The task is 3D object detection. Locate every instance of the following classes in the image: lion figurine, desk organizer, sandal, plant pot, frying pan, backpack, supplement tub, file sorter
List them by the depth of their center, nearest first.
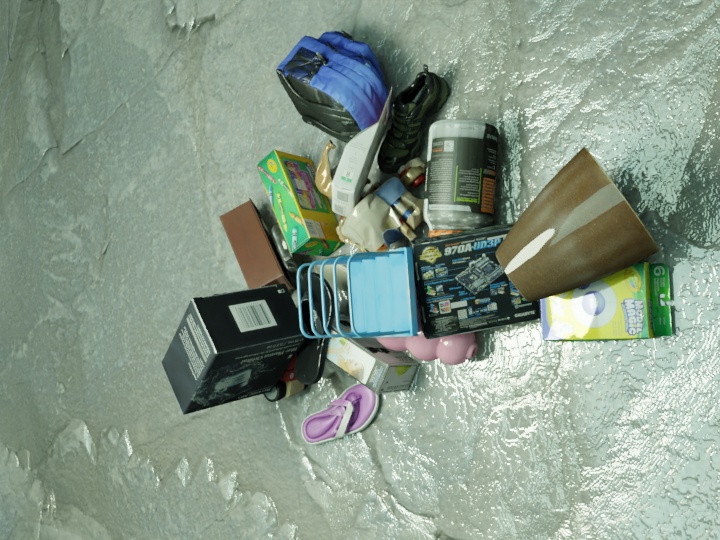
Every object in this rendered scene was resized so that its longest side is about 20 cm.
[{"bbox_3d":[0.309,-0.047,1.175,0.199,0.186,0.189,-37,68,15],"label":"plant pot"},{"bbox_3d":[-0.011,0.043,1.296,0.199,0.121,0.142,-10,83,60],"label":"file sorter"},{"bbox_3d":[0.171,-0.147,1.337,0.121,0.122,0.205,4,90,34],"label":"supplement tub"},{"bbox_3d":[-0.089,0.104,1.416,0.075,0.043,0.205,0,86,34],"label":"sandal"},{"bbox_3d":[-0.034,-0.346,1.464,0.199,0.163,0.169,36,85,33],"label":"backpack"},{"bbox_3d":[-0.044,0.285,1.509,0.202,0.049,0.083,-38,68,27],"label":"sandal"},{"bbox_3d":[-0.037,-0.152,1.517,0.123,0.072,0.201,-52,56,19],"label":"lion figurine"},{"bbox_3d":[-0.138,-0.016,1.545,0.030,0.116,0.192,-21,53,-5],"label":"frying pan"},{"bbox_3d":[-0.214,-0.039,1.600,0.076,0.072,0.202,-27,63,1],"label":"desk organizer"}]

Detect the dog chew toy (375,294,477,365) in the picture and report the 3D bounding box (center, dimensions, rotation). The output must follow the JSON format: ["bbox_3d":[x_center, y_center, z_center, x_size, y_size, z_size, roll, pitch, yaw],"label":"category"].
[{"bbox_3d":[0.114,0.099,1.372,0.198,0.124,0.127,25,101,24],"label":"dog chew toy"}]

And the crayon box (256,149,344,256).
[{"bbox_3d":[-0.117,-0.131,1.539,0.058,0.118,0.203,-33,70,28],"label":"crayon box"}]

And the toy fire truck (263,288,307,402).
[{"bbox_3d":[-0.173,0.135,1.579,0.174,0.128,0.204,18,108,33],"label":"toy fire truck"}]

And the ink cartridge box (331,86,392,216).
[{"bbox_3d":[0.001,-0.210,1.386,0.049,0.161,0.204,18,79,2],"label":"ink cartridge box"}]

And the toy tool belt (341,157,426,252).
[{"bbox_3d":[0.070,-0.096,1.408,0.123,0.199,0.125,48,159,3],"label":"toy tool belt"}]

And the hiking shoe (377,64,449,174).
[{"bbox_3d":[0.077,-0.274,1.411,0.075,0.100,0.202,33,98,32],"label":"hiking shoe"}]

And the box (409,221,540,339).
[{"bbox_3d":[0.187,0.015,1.278,0.196,0.046,0.162,-11,101,-1],"label":"box"}]

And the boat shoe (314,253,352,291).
[{"bbox_3d":[0.000,0.000,1.498,0.197,0.057,0.068,6,127,38],"label":"boat shoe"}]

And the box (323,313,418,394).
[{"bbox_3d":[-0.002,0.151,1.449,0.199,0.116,0.061,32,103,33],"label":"box"}]

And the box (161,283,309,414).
[{"bbox_3d":[-0.226,0.139,1.402,0.119,0.194,0.201,59,136,25],"label":"box"}]

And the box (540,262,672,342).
[{"bbox_3d":[0.382,0.051,1.227,0.197,0.048,0.120,-5,85,33],"label":"box"}]
